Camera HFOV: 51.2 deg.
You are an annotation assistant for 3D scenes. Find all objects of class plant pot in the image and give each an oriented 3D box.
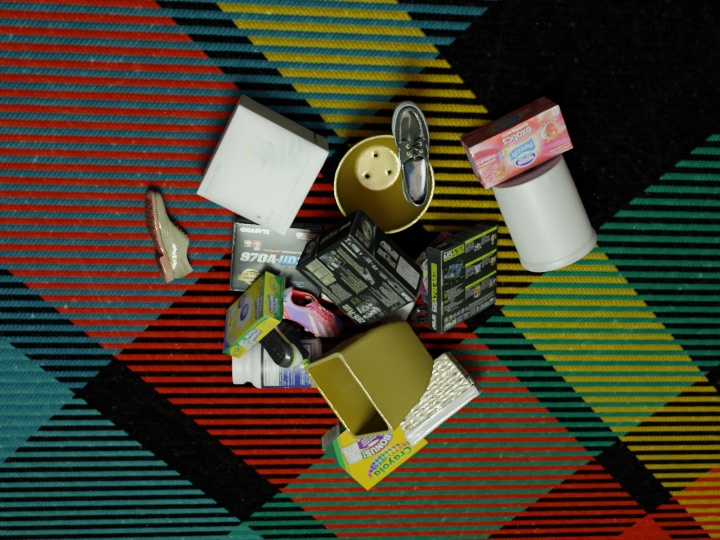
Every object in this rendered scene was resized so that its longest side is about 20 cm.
[{"bbox_3d":[0.041,-0.194,1.533,0.199,0.142,0.201,-2,114,-5],"label":"plant pot"},{"bbox_3d":[0.037,0.212,1.600,0.200,0.194,0.196,-37,93,-30],"label":"plant pot"}]

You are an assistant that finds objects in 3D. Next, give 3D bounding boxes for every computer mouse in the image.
[{"bbox_3d":[0.112,0.127,1.688,0.058,0.034,0.200,-7,149,-19],"label":"computer mouse"}]

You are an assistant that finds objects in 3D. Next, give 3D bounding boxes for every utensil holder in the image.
[{"bbox_3d":[0.385,-0.127,1.581,0.169,0.170,0.201,-25,111,5],"label":"utensil holder"}]

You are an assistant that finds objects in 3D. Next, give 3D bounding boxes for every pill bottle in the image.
[{"bbox_3d":[-0.187,0.207,1.696,0.199,0.116,0.116,1,113,-5],"label":"pill bottle"}]

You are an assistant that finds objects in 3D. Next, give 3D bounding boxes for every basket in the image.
[{"bbox_3d":[0.166,0.290,1.731,0.200,0.136,0.124,-40,78,7],"label":"basket"}]

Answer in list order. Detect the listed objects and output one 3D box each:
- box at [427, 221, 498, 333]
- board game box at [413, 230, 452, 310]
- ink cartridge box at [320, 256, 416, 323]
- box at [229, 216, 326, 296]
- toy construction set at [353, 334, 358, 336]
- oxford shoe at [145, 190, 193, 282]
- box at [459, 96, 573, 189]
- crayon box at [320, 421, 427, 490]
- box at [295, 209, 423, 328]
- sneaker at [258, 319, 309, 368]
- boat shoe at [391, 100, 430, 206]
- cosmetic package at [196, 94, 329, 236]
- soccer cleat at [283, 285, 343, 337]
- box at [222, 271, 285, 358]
[{"bbox_3d":[0.223,0.013,1.630,0.199,0.047,0.194,-25,120,-39],"label":"box"},{"bbox_3d":[0.178,0.027,1.640,0.120,0.032,0.201,-49,135,-28],"label":"board game box"},{"bbox_3d":[0.028,0.019,1.653,0.199,0.083,0.146,23,109,-15],"label":"ink cartridge box"},{"bbox_3d":[-0.180,-0.029,1.634,0.199,0.046,0.160,5,113,-7],"label":"box"},{"bbox_3d":[0.002,0.253,1.741,0.131,0.092,0.201,26,109,-5],"label":"toy construction set"},{"bbox_3d":[-0.407,-0.078,1.593,0.073,0.071,0.201,-18,115,-25],"label":"oxford shoe"},{"bbox_3d":[0.321,-0.264,1.555,0.199,0.095,0.103,-25,114,5],"label":"box"},{"bbox_3d":[0.033,0.414,1.833,0.200,0.058,0.173,-41,110,11],"label":"crayon box"},{"bbox_3d":[0.000,0.000,1.514,0.200,0.086,0.163,43,130,-21],"label":"box"},{"bbox_3d":[-0.174,0.144,1.649,0.082,0.200,0.072,4,128,-39],"label":"sneaker"},{"bbox_3d":[0.103,-0.218,1.420,0.068,0.057,0.201,-10,113,-1],"label":"boat shoe"},{"bbox_3d":[-0.196,-0.212,1.516,0.199,0.123,0.200,26,108,-14],"label":"cosmetic package"},{"bbox_3d":[-0.104,0.092,1.654,0.199,0.067,0.076,27,133,-34],"label":"soccer cleat"},{"bbox_3d":[-0.224,0.091,1.600,0.048,0.118,0.200,25,134,-31],"label":"box"}]
